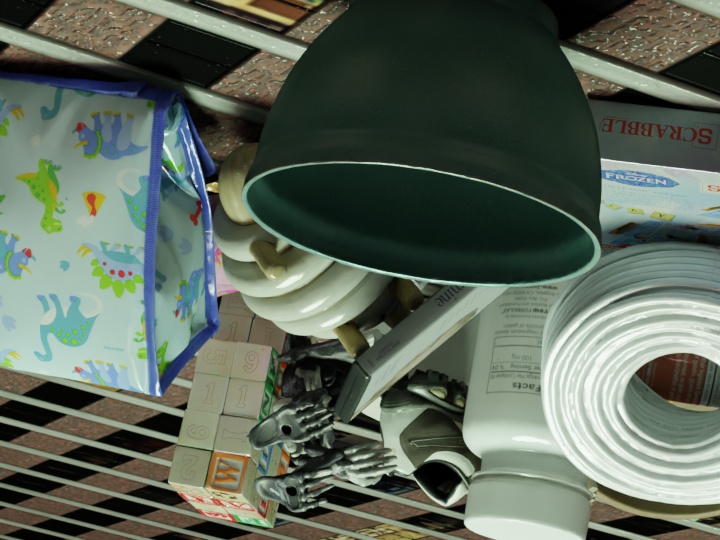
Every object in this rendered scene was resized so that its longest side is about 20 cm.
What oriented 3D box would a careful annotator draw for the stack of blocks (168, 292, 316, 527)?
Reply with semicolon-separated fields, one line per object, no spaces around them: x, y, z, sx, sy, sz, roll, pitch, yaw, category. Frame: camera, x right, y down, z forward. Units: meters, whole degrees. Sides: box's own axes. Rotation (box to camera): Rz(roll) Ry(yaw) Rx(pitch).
-0.084;0.085;1.883;0.058;0.201;0.115;8;163;14;stack of blocks

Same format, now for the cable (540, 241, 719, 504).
0.215;0.071;1.606;0.199;0.069;0.200;14;129;1;cable

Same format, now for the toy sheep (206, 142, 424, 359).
-0.025;-0.014;1.639;0.138;0.138;0.200;-5;137;41;toy sheep

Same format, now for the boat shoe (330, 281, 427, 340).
0.000;0.000;1.810;0.057;0.069;0.200;37;157;-11;boat shoe

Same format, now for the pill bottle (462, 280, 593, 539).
0.134;0.095;1.786;0.114;0.201;0.114;9;164;3;pill bottle

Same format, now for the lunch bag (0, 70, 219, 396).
-0.191;-0.036;1.630;0.170;0.127;0.200;7;120;18;lunch bag

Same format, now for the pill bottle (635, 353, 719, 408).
0.263;0.041;1.690;0.199;0.112;0.112;8;163;5;pill bottle

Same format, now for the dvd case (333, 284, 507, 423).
0.067;0.022;1.655;0.018;0.200;0.143;48;165;8;dvd case

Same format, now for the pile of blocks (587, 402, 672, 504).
0.190;0.135;1.843;0.062;0.082;0.200;23;131;-37;pile of blocks

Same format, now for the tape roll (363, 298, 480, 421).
0.092;0.087;2.013;0.202;0.071;0.202;9;163;3;tape roll

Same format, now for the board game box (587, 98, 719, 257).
0.241;-0.044;1.545;0.199;0.041;0.200;7;163;10;board game box

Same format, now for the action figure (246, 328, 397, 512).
-0.021;0.106;1.801;0.102;0.119;0.200;-4;-163;11;action figure

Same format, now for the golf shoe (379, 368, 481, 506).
0.081;0.145;1.928;0.078;0.095;0.200;-9;156;45;golf shoe

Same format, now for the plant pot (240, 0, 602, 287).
0.043;-0.085;1.364;0.200;0.135;0.200;9;164;3;plant pot

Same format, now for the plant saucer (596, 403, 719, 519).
0.250;0.114;1.894;0.199;0.030;0.200;0;130;0;plant saucer

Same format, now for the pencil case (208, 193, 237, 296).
-0.111;-0.013;1.783;0.087;0.088;0.200;21;159;-33;pencil case

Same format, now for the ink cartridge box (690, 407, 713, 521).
0.253;0.115;1.930;0.200;0.050;0.161;22;130;-39;ink cartridge box
